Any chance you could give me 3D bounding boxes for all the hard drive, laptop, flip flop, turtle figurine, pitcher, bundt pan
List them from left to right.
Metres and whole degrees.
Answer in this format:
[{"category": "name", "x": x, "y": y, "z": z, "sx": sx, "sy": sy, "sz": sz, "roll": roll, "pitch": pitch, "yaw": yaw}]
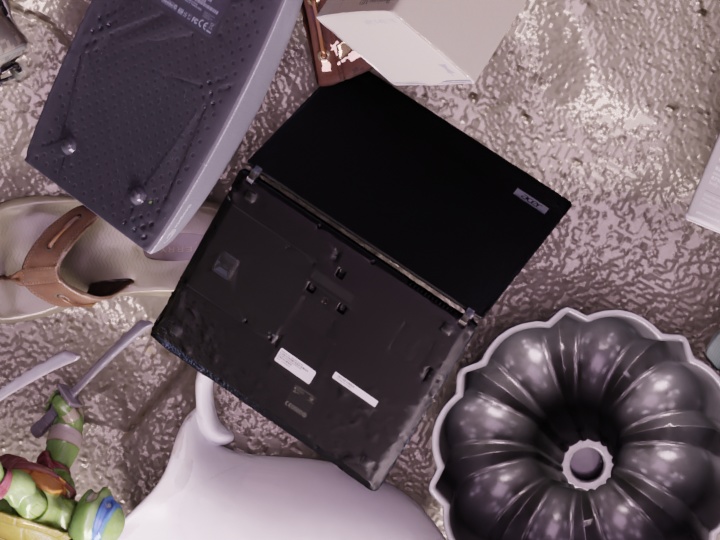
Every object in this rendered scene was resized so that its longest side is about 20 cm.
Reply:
[{"category": "turtle figurine", "x": -0.234, "y": 0.092, "z": 1.242, "sx": 0.193, "sy": 0.144, "sz": 0.201, "roll": 7, "pitch": 120, "yaw": 10}, {"category": "flip flop", "x": -0.171, "y": -0.007, "z": 1.272, "sx": 0.199, "sy": 0.058, "sz": 0.082, "roll": -3, "pitch": 97, "yaw": -1}, {"category": "hard drive", "x": -0.117, "y": -0.125, "z": 1.236, "sx": 0.135, "sy": 0.042, "sz": 0.201, "roll": 34, "pitch": 103, "yaw": 28}, {"category": "pitcher", "x": -0.037, "y": 0.149, "z": 1.268, "sx": 0.199, "sy": 0.121, "sz": 0.172, "roll": 25, "pitch": 97, "yaw": 7}, {"category": "laptop", "x": 0.000, "y": 0.000, "z": 1.254, "sx": 0.177, "sy": 0.103, "sz": 0.200, "roll": 33, "pitch": 107, "yaw": 11}, {"category": "bundt pan", "x": 0.141, "y": 0.117, "z": 1.285, "sx": 0.201, "sy": 0.076, "sz": 0.203, "roll": 0, "pitch": 97, "yaw": -2}]

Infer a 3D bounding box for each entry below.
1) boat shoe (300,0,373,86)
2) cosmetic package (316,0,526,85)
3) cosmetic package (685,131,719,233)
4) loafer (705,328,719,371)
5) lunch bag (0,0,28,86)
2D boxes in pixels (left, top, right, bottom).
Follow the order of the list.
[{"category": "boat shoe", "x": -0.042, "y": -0.211, "z": 1.245, "sx": 0.072, "sy": 0.072, "sz": 0.201, "roll": -24, "pitch": 103, "yaw": 0}, {"category": "cosmetic package", "x": 0.071, "y": -0.212, "z": 1.197, "sx": 0.073, "sy": 0.103, "sz": 0.200, "roll": 39, "pitch": 76, "yaw": -25}, {"category": "cosmetic package", "x": 0.280, "y": -0.113, "z": 1.223, "sx": 0.090, "sy": 0.107, "sz": 0.201, "roll": 22, "pitch": 104, "yaw": 15}, {"category": "loafer", "x": 0.311, "y": 0.017, "z": 1.262, "sx": 0.200, "sy": 0.072, "sz": 0.063, "roll": -35, "pitch": 67, "yaw": -11}, {"category": "lunch bag", "x": -0.308, "y": -0.186, "z": 1.208, "sx": 0.167, "sy": 0.139, "sz": 0.201, "roll": -22, "pitch": 100, "yaw": -15}]
